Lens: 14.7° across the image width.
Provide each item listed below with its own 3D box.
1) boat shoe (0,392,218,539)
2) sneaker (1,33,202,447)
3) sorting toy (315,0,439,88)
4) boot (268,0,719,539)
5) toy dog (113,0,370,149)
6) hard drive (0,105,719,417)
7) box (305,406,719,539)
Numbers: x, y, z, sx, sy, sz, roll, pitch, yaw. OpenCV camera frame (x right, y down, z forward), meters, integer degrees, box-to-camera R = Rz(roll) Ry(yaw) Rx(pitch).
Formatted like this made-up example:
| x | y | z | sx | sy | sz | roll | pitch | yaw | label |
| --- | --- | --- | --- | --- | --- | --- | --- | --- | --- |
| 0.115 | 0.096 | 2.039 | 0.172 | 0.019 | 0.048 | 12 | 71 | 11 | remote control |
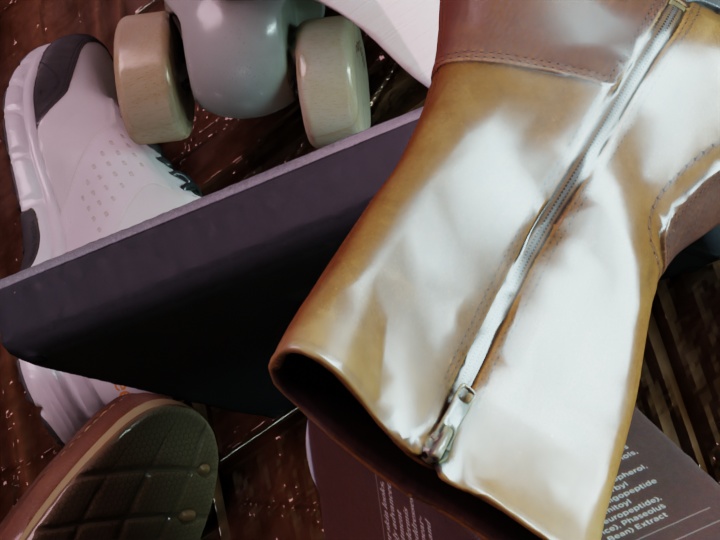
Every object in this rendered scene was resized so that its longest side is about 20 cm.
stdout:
| x | y | z | sx | sy | sz | roll | pitch | yaw | label |
| --- | --- | --- | --- | --- | --- | --- | --- | --- | --- |
| -0.126 | 0.126 | 0.994 | 0.068 | 0.072 | 0.200 | 31 | 88 | 48 | boat shoe |
| -0.090 | -0.019 | 1.073 | 0.080 | 0.074 | 0.200 | -20 | 47 | 10 | sneaker |
| 0.047 | -0.138 | 0.954 | 0.200 | 0.107 | 0.180 | -25 | 65 | -23 | sorting toy |
| 0.087 | -0.001 | 0.772 | 0.068 | 0.188 | 0.200 | -34 | 27 | 49 | boot |
| -0.047 | -0.133 | 1.067 | 0.131 | 0.097 | 0.200 | -17 | 48 | -9 | toy dog |
| 0.000 | 0.000 | 0.909 | 0.200 | 0.139 | 0.033 | -21 | 67 | 33 | hard drive |
| 0.058 | 0.093 | 0.806 | 0.075 | 0.100 | 0.200 | -22 | 38 | -20 | box |
